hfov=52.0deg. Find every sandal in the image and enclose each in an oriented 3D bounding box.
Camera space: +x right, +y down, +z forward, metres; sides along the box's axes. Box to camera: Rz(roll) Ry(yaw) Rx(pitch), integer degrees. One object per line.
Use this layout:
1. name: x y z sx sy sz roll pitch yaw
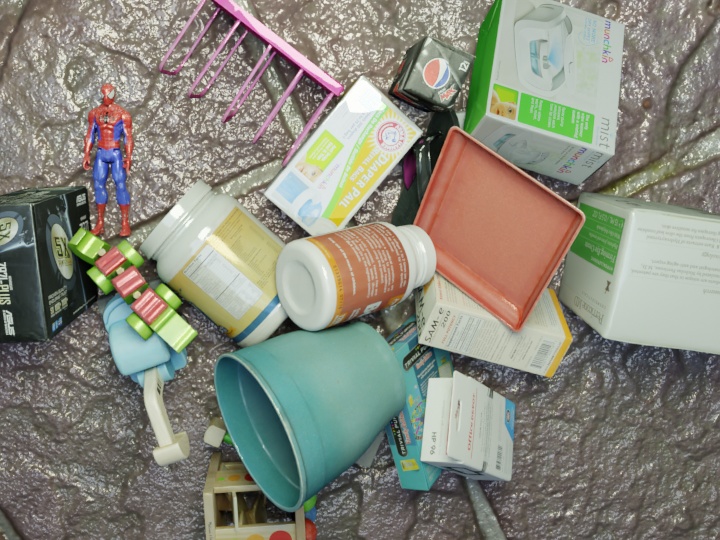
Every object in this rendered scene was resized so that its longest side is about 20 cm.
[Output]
1. sandal: 0.080 -0.123 0.989 0.048 0.075 0.202 -1 127 -32

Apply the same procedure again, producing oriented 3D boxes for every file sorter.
1. file sorter: -0.139 -0.243 0.943 0.199 0.139 0.126 36 98 -11

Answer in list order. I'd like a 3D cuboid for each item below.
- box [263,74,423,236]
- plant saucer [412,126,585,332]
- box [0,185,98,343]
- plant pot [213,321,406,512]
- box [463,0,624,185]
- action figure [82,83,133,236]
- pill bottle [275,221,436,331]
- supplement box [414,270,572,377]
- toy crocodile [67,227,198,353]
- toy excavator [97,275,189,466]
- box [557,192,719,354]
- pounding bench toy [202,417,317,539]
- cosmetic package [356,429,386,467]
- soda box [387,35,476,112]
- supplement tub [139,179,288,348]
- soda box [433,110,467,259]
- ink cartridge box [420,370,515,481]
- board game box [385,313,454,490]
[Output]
1. box: -0.024 -0.148 0.991 0.112 0.101 0.200 39 97 -11
2. plant saucer: 0.168 -0.053 0.932 0.200 0.037 0.201 40 134 22
3. box: -0.411 -0.015 0.937 0.085 0.200 0.166 -2 102 -2
4. plant pot: -0.052 0.161 0.915 0.187 0.199 0.202 -23 105 -31
5. box: 0.236 -0.237 0.957 0.175 0.097 0.202 15 69 -7
6. action figure: -0.338 -0.148 0.995 0.065 0.052 0.202 2 100 -1
7. pill bottle: 0.000 0.000 0.941 0.199 0.112 0.113 -15 106 -39
8. supplement box: 0.181 0.063 1.035 0.198 0.126 0.074 16 121 -8
9. toy crocodile: -0.286 0.023 0.932 0.067 0.062 0.200 -42 85 -15
10. toy excavator: -0.280 0.132 0.982 0.099 0.200 0.196 -17 117 -1
11. box: 0.405 -0.002 1.009 0.198 0.199 0.173 7 102 -5
12. pounding bench toy: -0.142 0.309 1.068 0.154 0.124 0.202 -3 102 -4
13. cosmetic package: -0.064 0.197 1.060 0.198 0.107 0.091 18 101 -10
14. soda box: 0.084 -0.242 0.929 0.063 0.200 0.071 24 99 -8
15. supplement tub: -0.178 -0.009 0.987 0.200 0.145 0.145 42 96 -11
16. soda box: 0.144 -0.120 1.030 0.067 0.063 0.202 -6 102 -5
17. ink cartridge box: 0.144 0.218 1.026 0.067 0.200 0.117 -7 64 33
18. board game box: 0.086 0.181 1.049 0.047 0.151 0.202 -7 105 34
